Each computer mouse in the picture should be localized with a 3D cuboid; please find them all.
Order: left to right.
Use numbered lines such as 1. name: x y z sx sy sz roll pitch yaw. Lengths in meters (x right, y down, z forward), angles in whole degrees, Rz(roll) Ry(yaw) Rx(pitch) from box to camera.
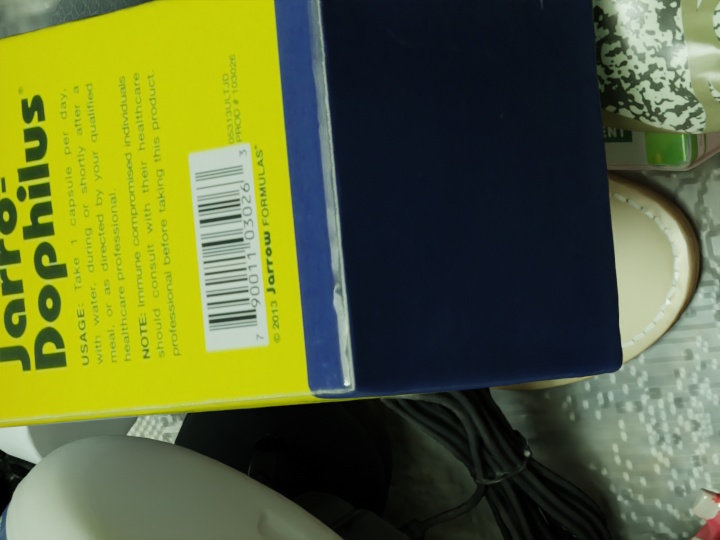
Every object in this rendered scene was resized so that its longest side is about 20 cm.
1. computer mouse: -0.029 0.094 0.937 0.199 0.046 0.141 -23 124 16

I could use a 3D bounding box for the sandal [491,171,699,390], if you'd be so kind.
1. sandal: 0.000 0.006 0.943 0.210 0.070 0.078 5 106 29

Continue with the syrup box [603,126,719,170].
1. syrup box: 0.068 -0.135 0.858 0.078 0.081 0.202 1 105 29

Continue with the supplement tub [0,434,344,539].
1. supplement tub: -0.082 0.167 0.868 0.145 0.145 0.201 38 107 16

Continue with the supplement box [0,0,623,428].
1. supplement box: -0.039 -0.016 0.811 0.199 0.108 0.110 -8 87 44

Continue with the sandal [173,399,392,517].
1. sandal: -0.047 0.110 1.002 0.076 0.043 0.201 24 124 -6

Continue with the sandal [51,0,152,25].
1. sandal: -0.033 -0.064 0.932 0.200 0.043 0.077 19 108 52

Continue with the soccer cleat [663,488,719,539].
1. soccer cleat: 0.158 0.061 0.868 0.076 0.067 0.200 28 127 -7

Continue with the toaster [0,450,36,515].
1. toaster: -0.205 0.130 1.015 0.199 0.181 0.119 10 122 8

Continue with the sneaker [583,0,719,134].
1. sneaker: 0.133 -0.065 0.757 0.199 0.089 0.077 -5 109 22

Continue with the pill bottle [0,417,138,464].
1. pill bottle: -0.168 0.000 1.009 0.199 0.112 0.113 19 113 29
